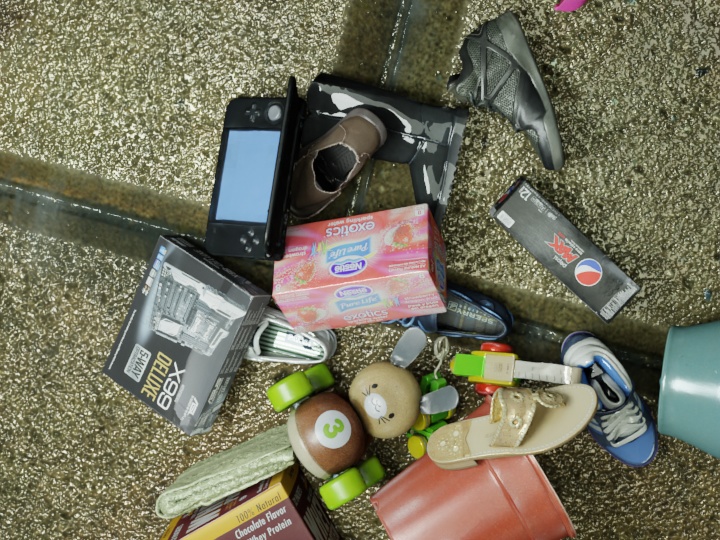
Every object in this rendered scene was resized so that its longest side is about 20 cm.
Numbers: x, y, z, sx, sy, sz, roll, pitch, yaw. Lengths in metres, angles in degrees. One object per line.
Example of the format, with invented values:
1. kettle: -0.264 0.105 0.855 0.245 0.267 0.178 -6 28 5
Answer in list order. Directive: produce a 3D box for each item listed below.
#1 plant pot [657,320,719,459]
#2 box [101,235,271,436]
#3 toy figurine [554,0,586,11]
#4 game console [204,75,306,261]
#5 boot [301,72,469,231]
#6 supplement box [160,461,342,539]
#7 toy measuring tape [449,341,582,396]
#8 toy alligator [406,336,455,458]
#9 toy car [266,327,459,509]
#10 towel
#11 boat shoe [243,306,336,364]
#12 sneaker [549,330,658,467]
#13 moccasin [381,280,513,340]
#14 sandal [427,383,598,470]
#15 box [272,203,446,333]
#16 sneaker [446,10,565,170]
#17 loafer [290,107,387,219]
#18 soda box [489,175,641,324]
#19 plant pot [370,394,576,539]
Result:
1. plant pot: 0.460 0.145 1.576 0.186 0.200 0.203 6 99 18
2. box: -0.221 0.081 1.637 0.157 0.050 0.202 32 104 23
3. toy figurine: 0.221 -0.398 1.544 0.198 0.150 0.186 -5 109 26
4. game console: -0.133 -0.121 1.550 0.174 0.116 0.203 5 83 33
5. boot: 0.021 -0.143 1.614 0.197 0.066 0.167 13 103 3
6. supplement box: -0.127 0.380 1.668 0.196 0.133 0.201 -30 96 8
7. toy measuring tape: 0.198 0.127 1.615 0.198 0.073 0.075 2 101 39
8. toy alligator: 0.084 0.170 1.658 0.054 0.059 0.203 21 117 43
9. toy car: 0.018 0.165 1.591 0.199 0.158 0.165 -32 83 17
10. towel: -0.157 0.247 1.645 0.198 0.148 0.037 -25 95 10
11. boat shoe: -0.129 0.077 1.655 0.197 0.067 0.075 6 99 5
12. sneaker: 0.310 0.171 1.602 0.080 0.146 0.201 -29 96 7
13. moccasin: 0.097 0.041 1.635 0.197 0.068 0.082 8 99 2
14. sandal: 0.163 0.168 1.483 0.210 0.078 0.070 -22 136 20
15. box: 0.000 0.000 1.587 0.197 0.095 0.104 -8 56 15
16. sneaker: 0.176 -0.203 1.592 0.113 0.076 0.201 -25 93 9
17. loafer: -0.047 -0.122 1.579 0.073 0.071 0.200 41 136 -3
18. soda box: 0.252 -0.026 1.614 0.200 0.071 0.063 43 98 -4
19. plant pot: 0.128 0.289 1.589 0.194 0.201 0.202 -31 96 -2
